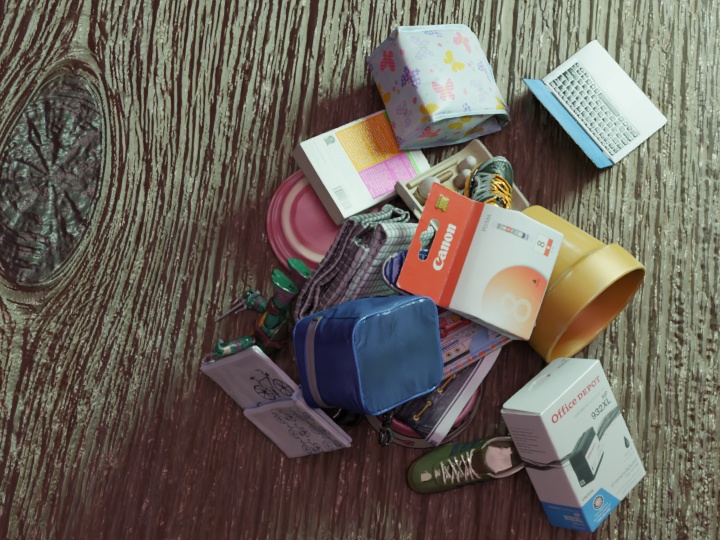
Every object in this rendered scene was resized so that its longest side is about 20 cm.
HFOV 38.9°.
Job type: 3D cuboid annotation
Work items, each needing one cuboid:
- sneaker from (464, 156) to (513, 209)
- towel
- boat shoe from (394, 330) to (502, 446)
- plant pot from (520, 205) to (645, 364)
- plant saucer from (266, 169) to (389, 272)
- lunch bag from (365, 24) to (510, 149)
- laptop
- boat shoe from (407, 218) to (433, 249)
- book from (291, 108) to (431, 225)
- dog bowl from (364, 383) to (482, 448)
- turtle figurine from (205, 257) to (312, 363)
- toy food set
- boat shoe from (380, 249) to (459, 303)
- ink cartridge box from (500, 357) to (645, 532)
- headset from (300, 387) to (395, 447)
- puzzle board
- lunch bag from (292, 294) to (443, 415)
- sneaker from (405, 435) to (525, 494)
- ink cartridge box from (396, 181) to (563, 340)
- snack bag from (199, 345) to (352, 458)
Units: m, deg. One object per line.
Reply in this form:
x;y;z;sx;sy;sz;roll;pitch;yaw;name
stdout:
0.194;-0.097;1.520;0.078;0.077;0.201;36;54;-17;sneaker
0.000;0.000;1.481;0.085;0.165;0.201;37;112;21;towel
0.127;0.145;1.465;0.091;0.071;0.201;34;78;4;boat shoe
0.291;0.007;1.532;0.200;0.200;0.183;-38;66;-11;plant pot
-0.048;-0.077;1.595;0.199;0.051;0.202;1;77;-2;plant saucer
0.132;-0.290;1.618;0.199;0.127;0.170;-14;77;-34;lunch bag
0.378;-0.271;1.633;0.200;0.116;0.188;-37;82;-11;laptop
0.134;-0.007;1.579;0.074;0.067;0.200;-41;82;-12;boat shoe
0.009;-0.164;1.578;0.199;0.048;0.134;-26;81;-37;book
0.091;0.164;1.533;0.199;0.074;0.201;1;77;-3;dog bowl
-0.150;0.077;1.520;0.100;0.150;0.200;32;116;-13;turtle figurine
0.160;-0.115;1.579;0.200;0.060;0.144;-31;79;-37;toy food set
0.112;0.012;1.446;0.199;0.072;0.073;9;89;-22;boat shoe
0.307;0.246;1.460;0.145;0.084;0.201;-35;107;-31;ink cartridge box
-0.037;0.203;1.466;0.199;0.123;0.095;-4;78;34;headset
0.131;0.077;1.477;0.199;0.017;0.151;-29;47;-9;puzzle board
0.011;0.106;1.367;0.199;0.132;0.137;-14;100;-47;lunch bag
0.166;0.280;1.499;0.199;0.090;0.067;-12;78;-6;sneaker
0.167;-0.015;1.400;0.199;0.050;0.163;24;79;-20;ink cartridge box
-0.124;0.187;1.430;0.200;0.188;0.021;47;58;-14;snack bag
